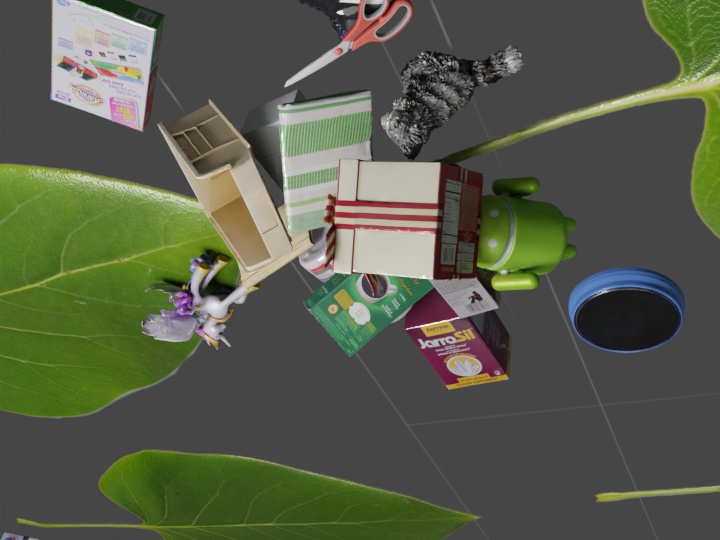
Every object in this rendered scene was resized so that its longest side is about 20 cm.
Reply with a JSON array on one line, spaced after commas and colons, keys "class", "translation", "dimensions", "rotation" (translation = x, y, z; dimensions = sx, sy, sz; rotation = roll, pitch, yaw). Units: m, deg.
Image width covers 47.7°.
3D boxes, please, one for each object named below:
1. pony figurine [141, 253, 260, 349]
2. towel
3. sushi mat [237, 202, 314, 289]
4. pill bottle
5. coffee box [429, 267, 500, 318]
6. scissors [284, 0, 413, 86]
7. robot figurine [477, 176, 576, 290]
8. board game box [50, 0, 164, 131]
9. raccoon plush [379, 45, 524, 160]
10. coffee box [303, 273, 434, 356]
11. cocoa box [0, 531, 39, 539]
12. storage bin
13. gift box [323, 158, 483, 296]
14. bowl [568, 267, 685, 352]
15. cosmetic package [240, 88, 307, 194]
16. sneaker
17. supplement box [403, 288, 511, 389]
[{"class": "pony figurine", "translation": [-0.309, 0.062, 1.561], "dimensions": [0.192, 0.167, 0.200], "rotation": [20, 124, -20]}, {"class": "towel", "translation": [-0.048, -0.163, 1.221], "dimensions": [0.152, 0.023, 0.201], "rotation": [-14, 121, -20]}, {"class": "sushi mat", "translation": [-0.156, -0.048, 1.433], "dimensions": [0.012, 0.096, 0.200], "rotation": [0, 156, -47]}, {"class": "pill bottle", "translation": [0.000, 0.000, 1.420], "dimensions": [0.114, 0.114, 0.200], "rotation": [-28, 125, 37]}, {"class": "coffee box", "translation": [0.154, -0.030, 1.348], "dimensions": [0.079, 0.113, 0.200], "rotation": [-19, 129, 31]}, {"class": "scissors", "translation": [-0.015, -0.294, 1.077], "dimensions": [0.073, 0.014, 0.200], "rotation": [24, 129, -35]}, {"class": "robot figurine", "translation": [0.240, -0.055, 1.272], "dimensions": [0.199, 0.177, 0.116], "rotation": [6, 172, -23]}, {"class": "board game box", "translation": [-0.382, -0.317, 1.217], "dimensions": [0.152, 0.040, 0.200], "rotation": [19, 139, -7]}, {"class": "raccoon plush", "translation": [0.117, -0.238, 1.107], "dimensions": [0.199, 0.134, 0.097], "rotation": [-24, 127, 35]}, {"class": "coffee box", "translation": [0.020, 0.035, 1.351], "dimensions": [0.200, 0.044, 0.123], "rotation": [-41, 117, -1]}, {"class": "cocoa box", "translation": [-1.203, 1.035, 2.819], "dimensions": [0.130, 0.201, 0.134], "rotation": [11, 140, 3]}, {"class": "storage bin", "translation": [-0.203, -0.128, 1.261], "dimensions": [0.093, 0.199, 0.201], "rotation": [-30, 134, -10]}, {"class": "gift box", "translation": [0.056, -0.059, 1.174], "dimensions": [0.186, 0.201, 0.184], "rotation": [7, 179, 30]}, {"class": "bowl", "translation": [0.471, 0.076, 1.442], "dimensions": [0.199, 0.040, 0.201], "rotation": [7, 138, 6]}, {"class": "cosmetic package", "translation": [-0.088, -0.174, 1.279], "dimensions": [0.101, 0.072, 0.200], "rotation": [-16, 132, 28]}, {"class": "sneaker", "translation": [-0.053, -0.353, 1.068], "dimensions": [0.199, 0.073, 0.112], "rotation": [4, 137, 8]}, {"class": "supplement box", "translation": [0.186, 0.118, 1.513], "dimensions": [0.130, 0.104, 0.200], "rotation": [-15, 132, 29]}]
